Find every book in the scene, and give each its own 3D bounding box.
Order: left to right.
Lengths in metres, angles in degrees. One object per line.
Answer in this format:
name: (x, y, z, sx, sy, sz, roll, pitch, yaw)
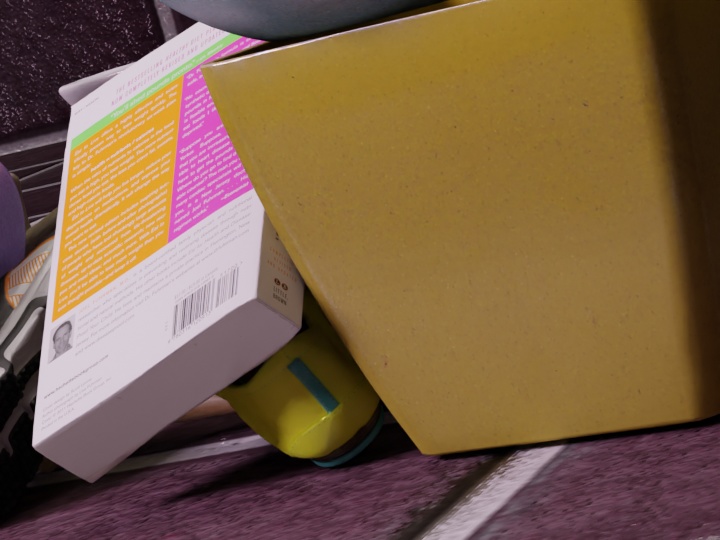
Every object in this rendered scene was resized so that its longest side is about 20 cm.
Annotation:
book: (-0.074, -0.023, 1.199, 0.134, 0.048, 0.200, -34, 34, 32)

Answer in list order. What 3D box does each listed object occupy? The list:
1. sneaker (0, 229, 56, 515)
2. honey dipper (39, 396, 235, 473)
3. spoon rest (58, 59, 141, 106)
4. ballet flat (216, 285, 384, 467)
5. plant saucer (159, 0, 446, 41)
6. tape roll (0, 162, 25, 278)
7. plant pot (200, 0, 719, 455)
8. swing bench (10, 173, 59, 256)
sneaker: (-0.161, 0.031, 1.289, 0.080, 0.074, 0.200, 5, 39, 30)
honey dipper: (-0.093, 0.065, 1.309, 0.200, 0.038, 0.038, -11, 8, 9)
spoon rest: (-0.063, -0.116, 1.472, 0.200, 0.061, 0.099, -9, 8, 19)
ballet flat: (-0.049, 0.025, 1.226, 0.067, 0.067, 0.200, -45, 26, -5)
plant saucer: (0.013, -0.121, 1.108, 0.201, 0.039, 0.201, -15, 8, 2)
tape roll: (-0.239, 0.021, 1.277, 0.066, 0.200, 0.200, 29, 29, 24)
plant pot: (0.087, -0.034, 1.136, 0.200, 0.177, 0.200, -10, 10, 32)
swing bench: (-0.139, -0.001, 1.543, 0.200, 0.130, 0.199, -17, 7, 22)
